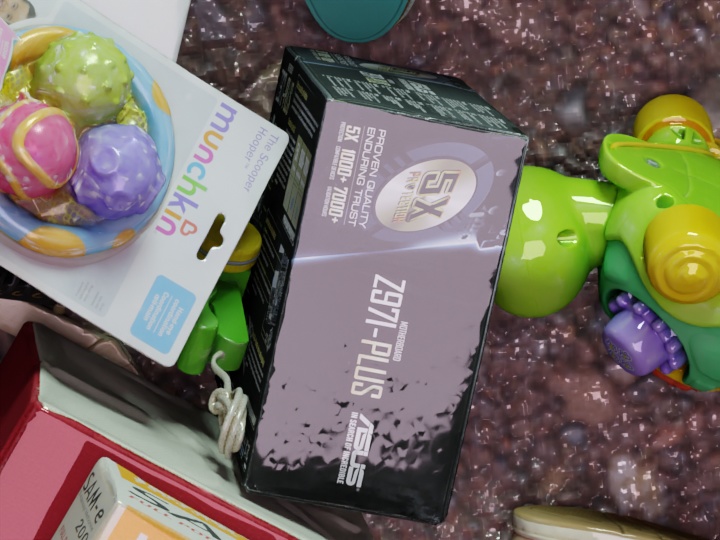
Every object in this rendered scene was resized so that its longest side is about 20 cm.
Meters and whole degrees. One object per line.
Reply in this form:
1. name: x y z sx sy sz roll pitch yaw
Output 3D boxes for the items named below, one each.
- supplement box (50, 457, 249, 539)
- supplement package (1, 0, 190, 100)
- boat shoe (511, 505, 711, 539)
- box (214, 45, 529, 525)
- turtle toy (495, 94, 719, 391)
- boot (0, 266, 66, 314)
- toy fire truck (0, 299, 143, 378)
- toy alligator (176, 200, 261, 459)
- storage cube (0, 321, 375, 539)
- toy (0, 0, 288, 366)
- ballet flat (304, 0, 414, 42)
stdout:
1. supplement box: -0.092 0.190 1.080 0.126 0.074 0.200 29 94 -12
2. supplement package: -0.125 -0.157 1.214 0.117 0.117 0.200 11 99 -11
3. boat shoe: 0.159 0.162 1.327 0.200 0.074 0.069 17 92 -10
4. box: 0.000 0.000 1.215 0.086 0.200 0.164 11 99 -8
5. turtle toy: 0.141 -0.003 1.273 0.200 0.146 0.101 22 119 -9
6. boot: -0.157 -0.008 1.198 0.138 0.200 0.078 26 111 -14
7. toy fire truck: -0.139 0.075 1.290 0.200 0.049 0.141 11 99 -8
8. toy alligator: -0.075 0.008 1.213 0.054 0.200 0.059 13 122 -10
9. storage cube: -0.108 0.150 1.195 0.200 0.171 0.180 29 95 -11
10. toy: -0.128 -0.063 1.126 0.200 0.047 0.115 31 70 -13
11. ballet flat: -0.006 -0.192 1.234 0.069 0.071 0.200 -6 137 5
